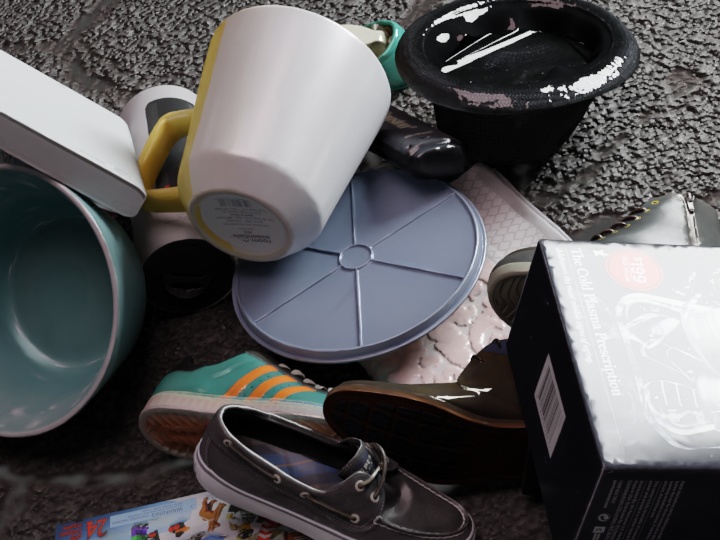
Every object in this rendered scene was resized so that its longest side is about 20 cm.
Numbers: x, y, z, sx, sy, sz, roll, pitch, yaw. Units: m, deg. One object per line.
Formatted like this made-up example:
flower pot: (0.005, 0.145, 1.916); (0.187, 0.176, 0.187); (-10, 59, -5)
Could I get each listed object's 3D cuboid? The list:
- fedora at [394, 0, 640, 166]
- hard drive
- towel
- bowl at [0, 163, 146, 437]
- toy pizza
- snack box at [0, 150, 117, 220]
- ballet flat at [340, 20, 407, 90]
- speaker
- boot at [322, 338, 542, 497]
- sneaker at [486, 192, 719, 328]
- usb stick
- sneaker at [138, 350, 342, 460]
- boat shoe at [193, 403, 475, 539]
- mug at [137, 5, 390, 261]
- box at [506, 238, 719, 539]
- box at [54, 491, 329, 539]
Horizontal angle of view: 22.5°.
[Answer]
fedora: (0.125, -0.147, 1.454); (0.198, 0.092, 0.202); (1, 37, -1)
hard drive: (-0.233, -0.110, 1.394); (0.026, 0.131, 0.200); (-57, 20, 11)
towel: (0.071, 0.014, 1.371); (0.190, 0.032, 0.200); (-31, 45, -12)
bowl: (-0.243, 0.020, 1.380); (0.199, 0.203, 0.105); (6, 5, 23)
toy pizza: (0.000, 0.000, 1.363); (0.198, 0.032, 0.201); (-11, 43, 10)
snack box: (-0.311, -0.083, 1.483); (0.198, 0.142, 0.054); (4, 79, 39)
ballet flat: (-0.048, -0.177, 1.566); (0.198, 0.071, 0.068); (-14, 45, 6)
speaker: (-0.152, -0.060, 1.482); (0.080, 0.082, 0.201); (-16, 44, 2)
boot: (0.075, 0.094, 1.250); (0.198, 0.075, 0.097); (14, 39, -1)
sneaker: (0.177, -0.004, 1.289); (0.198, 0.075, 0.107); (6, 45, -17)
usb stick: (0.026, -0.109, 1.454); (0.055, 0.033, 0.200); (-5, 18, -20)
sneaker: (-0.058, 0.096, 1.305); (0.198, 0.072, 0.080); (7, 45, 17)
boat shoe: (-0.013, 0.138, 1.204); (0.198, 0.067, 0.070); (22, 42, 3)
mug: (-0.075, -0.084, 1.374); (0.148, 0.186, 0.154); (29, 54, -15)
box: (0.206, 0.085, 1.163); (0.180, 0.105, 0.201); (2, 44, -13)
box: (-0.111, 0.217, 1.228); (0.198, 0.038, 0.137); (-13, 45, 6)
